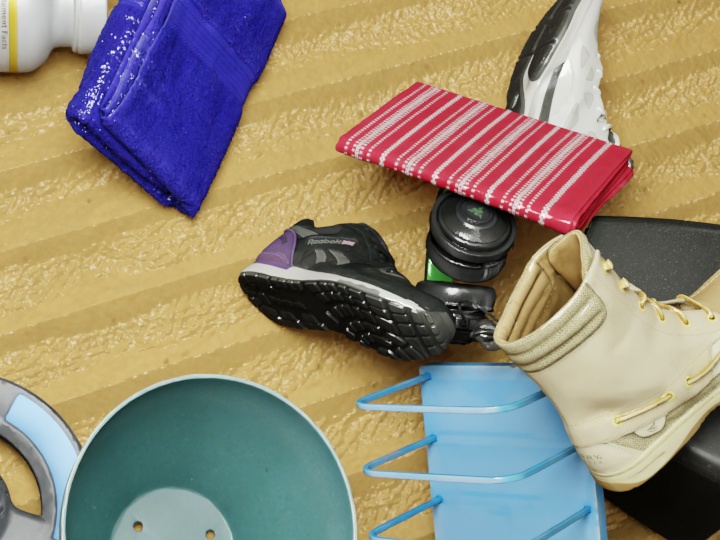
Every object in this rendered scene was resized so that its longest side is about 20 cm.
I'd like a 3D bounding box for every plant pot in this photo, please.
[{"bbox_3d":[0.225,0.069,1.094,0.176,0.200,0.202,23,69,6],"label":"plant pot"},{"bbox_3d":[-0.116,0.187,0.990,0.198,0.135,0.203,6,70,-18],"label":"plant pot"}]

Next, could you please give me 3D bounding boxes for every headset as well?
[{"bbox_3d":[0.089,0.006,1.073,0.093,0.201,0.125,7,114,-7],"label":"headset"}]

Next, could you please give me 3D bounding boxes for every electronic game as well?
[{"bbox_3d":[-0.283,0.167,0.998,0.197,0.042,0.203,7,67,-16],"label":"electronic game"}]

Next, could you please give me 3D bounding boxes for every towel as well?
[{"bbox_3d":[0.098,-0.087,1.093,0.198,0.023,0.145,21,33,20],"label":"towel"},{"bbox_3d":[-0.132,-0.161,1.103,0.148,0.049,0.202,41,63,-42],"label":"towel"}]

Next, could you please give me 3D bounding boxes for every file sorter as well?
[{"bbox_3d":[0.083,0.174,0.993,0.122,0.137,0.203,-12,98,-55],"label":"file sorter"}]

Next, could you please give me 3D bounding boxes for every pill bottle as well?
[{"bbox_3d":[-0.293,-0.206,1.078,0.197,0.112,0.114,-1,74,-15],"label":"pill bottle"}]

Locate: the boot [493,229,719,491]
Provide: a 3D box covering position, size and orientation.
[{"bbox_3d":[0.188,0.024,0.939,0.200,0.073,0.156,-45,116,-10],"label":"boot"}]

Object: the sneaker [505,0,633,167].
[{"bbox_3d":[0.185,-0.137,1.210,0.114,0.076,0.202,27,77,-14],"label":"sneaker"}]

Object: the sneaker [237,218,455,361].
[{"bbox_3d":[0.000,0.000,1.060,0.088,0.199,0.076,-51,133,-25],"label":"sneaker"}]
